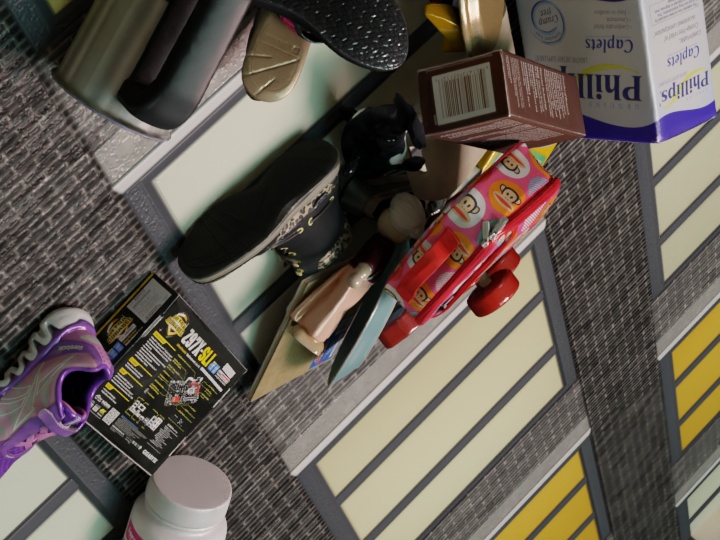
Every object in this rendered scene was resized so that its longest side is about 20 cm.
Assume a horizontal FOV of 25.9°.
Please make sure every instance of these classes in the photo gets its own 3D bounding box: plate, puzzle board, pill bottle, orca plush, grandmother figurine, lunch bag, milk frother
[{"bbox_3d":[0.017,0.048,1.813,0.201,0.025,0.200,-63,-176,7],"label":"plate"},{"bbox_3d":[-0.051,0.057,1.814,0.150,0.017,0.201,-26,152,-45],"label":"puzzle board"},{"bbox_3d":[-0.219,0.319,1.804,0.113,0.113,0.201,-14,132,-46],"label":"pill bottle"},{"bbox_3d":[0.016,-0.118,1.625,0.105,0.200,0.071,40,76,-19],"label":"orca plush"},{"bbox_3d":[0.000,0.000,1.709,0.200,0.060,0.121,-51,-172,5],"label":"grandmother figurine"},{"bbox_3d":[0.110,-0.033,1.661,0.176,0.082,0.200,-39,173,-41],"label":"lunch bag"},{"bbox_3d":[-0.195,-0.227,1.265,0.199,0.181,0.189,28,102,-16],"label":"milk frother"}]

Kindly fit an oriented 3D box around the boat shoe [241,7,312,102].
[{"bbox_3d":[-0.062,-0.249,1.462,0.071,0.065,0.202,24,84,-18],"label":"boat shoe"}]

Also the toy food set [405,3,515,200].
[{"bbox_3d":[0.107,-0.191,1.729,0.200,0.060,0.144,-52,149,-23],"label":"toy food set"}]

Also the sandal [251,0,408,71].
[{"bbox_3d":[-0.045,-0.243,1.414,0.076,0.199,0.045,-66,-169,-13],"label":"sandal"}]

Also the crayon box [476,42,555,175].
[{"bbox_3d":[0.195,-0.178,1.895,0.125,0.051,0.201,15,110,-57],"label":"crayon box"}]

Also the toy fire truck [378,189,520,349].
[{"bbox_3d":[0.095,0.006,1.879,0.167,0.112,0.200,-35,-168,18],"label":"toy fire truck"}]

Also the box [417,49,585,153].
[{"bbox_3d":[0.150,-0.172,1.627,0.199,0.099,0.076,7,75,-60],"label":"box"}]

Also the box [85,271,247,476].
[{"bbox_3d":[-0.219,0.114,1.650,0.160,0.049,0.200,-49,150,-9],"label":"box"}]

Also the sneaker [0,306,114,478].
[{"bbox_3d":[-0.311,0.135,1.510,0.201,0.088,0.080,-52,151,2],"label":"sneaker"}]

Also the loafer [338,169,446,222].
[{"bbox_3d":[0.043,-0.075,1.787,0.199,0.063,0.072,2,119,-54],"label":"loafer"}]

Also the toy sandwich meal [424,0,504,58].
[{"bbox_3d":[0.097,-0.305,1.577,0.205,0.070,0.207,2,90,-75],"label":"toy sandwich meal"}]

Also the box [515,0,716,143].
[{"bbox_3d":[0.280,-0.253,1.734,0.104,0.183,0.202,-27,114,-35],"label":"box"}]

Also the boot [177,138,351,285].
[{"bbox_3d":[-0.091,-0.029,1.650,0.203,0.073,0.154,-41,151,-14],"label":"boot"}]
